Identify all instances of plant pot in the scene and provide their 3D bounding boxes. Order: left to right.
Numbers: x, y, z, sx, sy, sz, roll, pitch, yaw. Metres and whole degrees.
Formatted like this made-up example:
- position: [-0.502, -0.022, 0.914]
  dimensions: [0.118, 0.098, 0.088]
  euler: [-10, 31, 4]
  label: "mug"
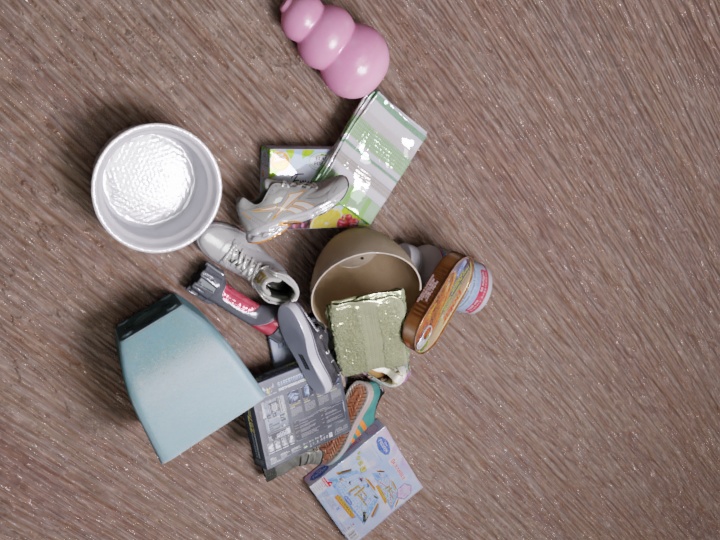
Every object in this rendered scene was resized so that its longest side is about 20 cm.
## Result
- position: [-0.307, 0.156, 1.255]
  dimensions: [0.195, 0.196, 0.201]
  euler: [-32, 110, -14]
  label: "plant pot"
- position: [0.000, 0.000, 1.370]
  dimensions: [0.198, 0.135, 0.202]
  euler: [-7, 133, -7]
  label: "plant pot"

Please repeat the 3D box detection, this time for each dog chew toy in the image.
- position: [-0.048, -0.379, 1.249]
  dimensions: [0.199, 0.124, 0.125]
  euler: [34, 90, -23]
  label: "dog chew toy"

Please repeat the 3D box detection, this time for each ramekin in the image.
- position: [-0.329, -0.137, 1.194]
  dimensions: [0.198, 0.098, 0.203]
  euler: [-8, 110, -24]
  label: "ramekin"

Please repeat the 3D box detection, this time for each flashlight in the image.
- position: [-0.205, 0.054, 1.333]
  dimensions: [0.199, 0.068, 0.068]
  euler: [37, 50, -25]
  label: "flashlight"

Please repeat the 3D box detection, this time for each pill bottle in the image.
- position: [0.154, 0.013, 1.482]
  dimensions: [0.198, 0.109, 0.110]
  euler: [17, 99, -30]
  label: "pill bottle"

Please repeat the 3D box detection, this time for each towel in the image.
- position: [0.017, 0.116, 1.363]
  dimensions: [0.147, 0.037, 0.201]
  euler: [-11, 134, -3]
  label: "towel"
- position: [0.021, -0.198, 1.331]
  dimensions: [0.149, 0.031, 0.201]
  euler: [32, 89, -30]
  label: "towel"

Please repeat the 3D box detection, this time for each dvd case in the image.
- position: [-0.098, 0.183, 1.463]
  dimensions: [0.141, 0.018, 0.202]
  euler: [-18, 113, -20]
  label: "dvd case"

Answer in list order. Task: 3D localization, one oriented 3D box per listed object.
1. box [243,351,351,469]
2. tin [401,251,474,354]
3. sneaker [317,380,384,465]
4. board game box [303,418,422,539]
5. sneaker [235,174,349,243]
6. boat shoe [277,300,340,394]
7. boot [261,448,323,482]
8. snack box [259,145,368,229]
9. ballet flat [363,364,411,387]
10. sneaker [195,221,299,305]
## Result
- position: [-0.118, 0.253, 1.393]
  dimensions: [0.199, 0.051, 0.160]
  euler: [-18, 102, -37]
  label: "box"
- position: [0.142, 0.058, 1.373]
  dimensions: [0.201, 0.042, 0.112]
  euler: [-58, 146, -11]
  label: "tin"
- position: [-0.015, 0.311, 1.516]
  dimensions: [0.080, 0.071, 0.201]
  euler: [14, 113, -50]
  label: "sneaker"
- position: [0.009, 0.449, 1.592]
  dimensions: [0.199, 0.041, 0.201]
  euler: [-36, 119, -12]
  label: "board game box"
- position: [-0.116, -0.124, 1.256]
  dimensions: [0.198, 0.076, 0.093]
  euler: [-27, 106, -3]
  label: "sneaker"
- position: [-0.083, 0.128, 1.339]
  dimensions: [0.066, 0.069, 0.201]
  euler: [-42, 121, -34]
  label: "boat shoe"
- position: [-0.143, 0.309, 1.452]
  dimensions: [0.129, 0.068, 0.202]
  euler: [-18, 122, -15]
  label: "boot"
- position: [-0.078, -0.149, 1.343]
  dimensions: [0.198, 0.053, 0.144]
  euler: [-5, 107, -26]
  label: "snack box"
- position: [0.042, 0.193, 1.496]
  dimensions: [0.199, 0.071, 0.070]
  euler: [31, 87, -37]
  label: "ballet flat"
- position: [-0.188, -0.011, 1.298]
  dimensions: [0.199, 0.115, 0.074]
  euler: [33, 92, -30]
  label: "sneaker"
